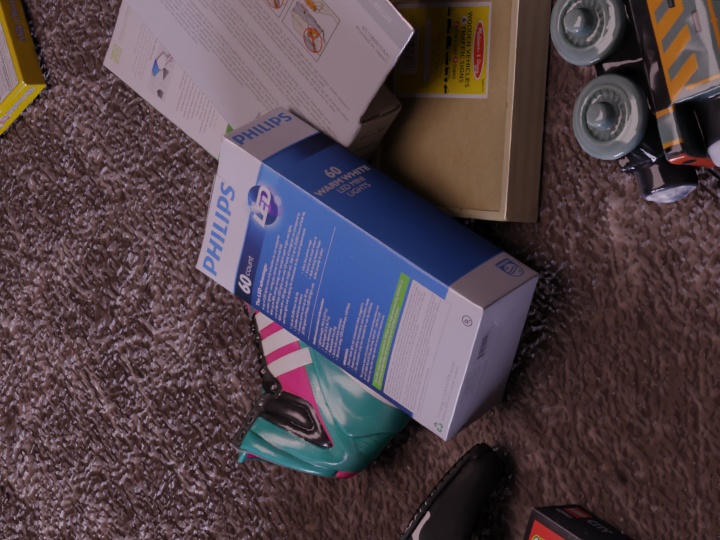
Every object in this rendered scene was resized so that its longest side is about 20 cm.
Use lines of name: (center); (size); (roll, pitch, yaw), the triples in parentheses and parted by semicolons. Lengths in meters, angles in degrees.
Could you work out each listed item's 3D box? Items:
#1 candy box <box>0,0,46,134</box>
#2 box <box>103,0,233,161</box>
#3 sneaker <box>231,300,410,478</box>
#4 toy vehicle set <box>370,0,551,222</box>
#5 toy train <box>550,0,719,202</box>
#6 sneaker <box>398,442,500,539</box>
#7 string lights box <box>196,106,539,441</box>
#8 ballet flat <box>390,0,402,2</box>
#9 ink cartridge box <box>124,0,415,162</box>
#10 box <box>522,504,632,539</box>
candy box: (-0.300, -0.202, 1.837); (0.102, 0.026, 0.200); (-41, 60, 45)
box: (-0.092, -0.160, 1.588); (0.200, 0.036, 0.144); (41, 120, 43)
sneaker: (-0.048, 0.064, 1.503); (0.200, 0.084, 0.121); (44, 113, 39)
toy vehicle set: (0.059, -0.131, 1.414); (0.124, 0.026, 0.200); (8, 96, 49)
toy train: (0.163, -0.140, 1.255); (0.114, 0.085, 0.200); (-21, 74, 38)
sneaker: (0.049, 0.201, 1.400); (0.088, 0.074, 0.200); (27, 95, 11)
string lights box: (0.000, 0.000, 1.398); (0.200, 0.059, 0.103); (34, 132, 24)
ballet flat: (0.003, -0.247, 1.414); (0.069, 0.069, 0.200); (-48, 39, 38)
ink cartridge box: (-0.050, -0.162, 1.436); (0.200, 0.044, 0.174); (50, 137, 16)
box: (0.153, 0.232, 1.295); (0.200, 0.038, 0.137); (30, 113, 45)
